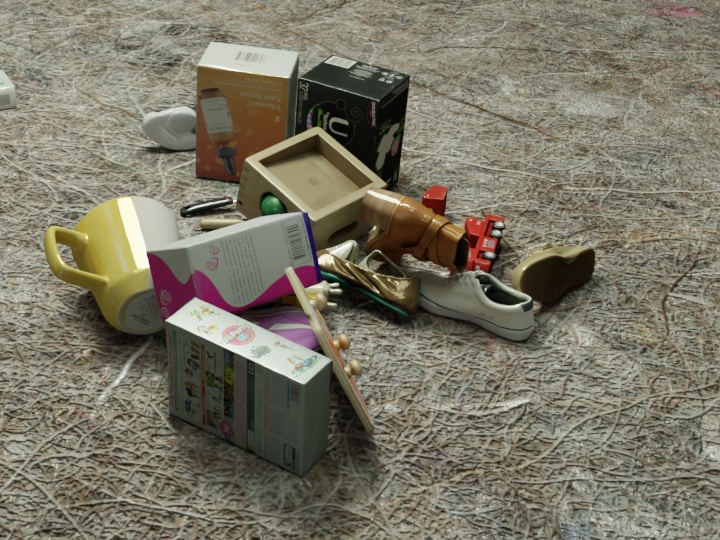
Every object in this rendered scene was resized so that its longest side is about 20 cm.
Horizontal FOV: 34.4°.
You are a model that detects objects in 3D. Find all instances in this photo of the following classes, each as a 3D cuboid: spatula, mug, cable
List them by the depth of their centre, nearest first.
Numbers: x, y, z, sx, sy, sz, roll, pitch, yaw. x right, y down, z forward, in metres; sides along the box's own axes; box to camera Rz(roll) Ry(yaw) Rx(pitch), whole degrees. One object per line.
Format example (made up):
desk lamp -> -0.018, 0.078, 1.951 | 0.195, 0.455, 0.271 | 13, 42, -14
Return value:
mug -> -0.319, 0.009, 1.566 | 0.186, 0.150, 0.153 | -12, 46, -16
cable -> -0.125, 0.033, 1.624 | 0.199, 0.050, 0.097 | 4, 21, 1
spatula -> -0.190, -0.110, 1.856 | 0.200, 0.021, 0.057 | -8, 38, -18

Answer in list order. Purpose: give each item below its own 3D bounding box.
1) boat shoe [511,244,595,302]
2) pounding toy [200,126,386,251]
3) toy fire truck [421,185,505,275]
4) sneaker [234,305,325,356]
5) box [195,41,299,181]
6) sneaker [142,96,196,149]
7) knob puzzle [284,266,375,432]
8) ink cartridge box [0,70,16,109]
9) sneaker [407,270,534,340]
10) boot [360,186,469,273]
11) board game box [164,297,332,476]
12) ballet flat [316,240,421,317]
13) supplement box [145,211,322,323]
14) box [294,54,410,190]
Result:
boat shoe -> 0.271, 0.001, 1.709 | 0.064, 0.071, 0.200 | 17, 17, 36
pounding toy -> -0.105, -0.100, 1.777 | 0.184, 0.142, 0.200 | 42, 49, 22
toy fire truck -> 0.149, -0.054, 1.794 | 0.141, 0.049, 0.200 | 12, 35, 10
sneaker -> -0.134, 0.106, 1.498 | 0.200, 0.073, 0.114 | -14, 41, -26
box -> -0.186, -0.256, 1.912 | 0.152, 0.200, 0.106 | 7, 32, 2
sneaker -> -0.292, -0.268, 2.034 | 0.200, 0.076, 0.114 | -5, 34, -25
knob puzzle -> -0.021, 0.105, 1.419 | 0.030, 0.220, 0.220 | -27, 39, -1
ink cartridge box -> -0.730, -0.342, 2.106 | 0.161, 0.050, 0.200 | -15, 41, -28
sneaker -> 0.157, 0.030, 1.649 | 0.200, 0.071, 0.073 | 19, 36, 19
boot -> 0.087, -0.041, 1.665 | 0.155, 0.200, 0.077 | 25, 67, 17
board game box -> -0.134, 0.137, 1.380 | 0.200, 0.148, 0.064 | 22, 38, 22
ballet flat -> 0.000, 0.000, 1.663 | 0.200, 0.068, 0.072 | 22, 81, 22
supplement box -> -0.163, -0.005, 1.518 | 0.200, 0.101, 0.103 | -19, 11, -42
box -> -0.017, -0.223, 1.887 | 0.148, 0.200, 0.124 | 18, 35, 20
